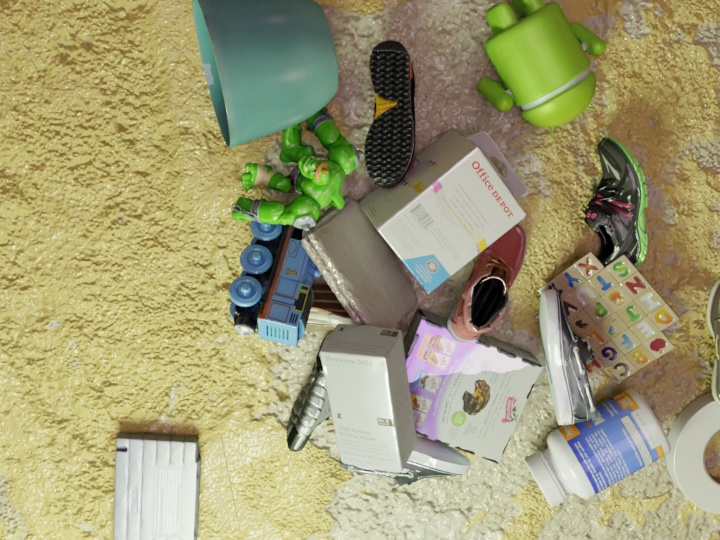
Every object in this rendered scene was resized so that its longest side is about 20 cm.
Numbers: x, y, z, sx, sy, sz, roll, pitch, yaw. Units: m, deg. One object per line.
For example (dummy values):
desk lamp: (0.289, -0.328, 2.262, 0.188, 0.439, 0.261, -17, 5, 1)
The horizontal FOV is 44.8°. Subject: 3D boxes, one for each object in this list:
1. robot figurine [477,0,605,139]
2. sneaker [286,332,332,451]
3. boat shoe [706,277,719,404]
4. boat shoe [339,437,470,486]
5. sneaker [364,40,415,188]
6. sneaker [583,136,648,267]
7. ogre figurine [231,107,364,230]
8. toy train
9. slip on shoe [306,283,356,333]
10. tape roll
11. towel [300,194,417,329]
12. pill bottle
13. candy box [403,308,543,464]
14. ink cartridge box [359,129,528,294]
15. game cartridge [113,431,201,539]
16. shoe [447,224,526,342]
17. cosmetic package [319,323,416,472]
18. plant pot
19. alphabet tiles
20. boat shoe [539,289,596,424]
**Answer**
robot figurine: (0.250, -0.289, 1.214, 0.175, 0.116, 0.200, -32, 101, -2)
sneaker: (-0.030, 0.198, 1.315, 0.115, 0.075, 0.201, 19, 108, -19)
boat shoe: (0.566, 0.108, 1.318, 0.071, 0.060, 0.201, 2, 88, 1)
boat shoe: (0.066, 0.296, 1.336, 0.199, 0.072, 0.068, 10, 102, -5)
sneaker: (0.050, -0.216, 1.229, 0.070, 0.090, 0.201, 3, 96, 14)
sneaker: (0.369, -0.095, 1.277, 0.083, 0.077, 0.201, -10, 100, -5)
ogre figurine: (-0.078, -0.135, 1.212, 0.120, 0.200, 0.098, 27, 142, 23)
toy train: (-0.114, 0.006, 1.226, 0.114, 0.087, 0.201, 14, 61, 0)
slip on shoe: (-0.066, 0.063, 1.292, 0.199, 0.076, 0.061, 6, 131, -9)
tape roll: (0.585, 0.286, 1.379, 0.202, 0.037, 0.204, 0, 101, -2)
towel: (0.000, 0.000, 1.252, 0.034, 0.133, 0.200, -22, 105, 40)
pill bottle: (0.355, 0.274, 1.327, 0.199, 0.112, 0.112, -29, 101, 2)
candy box: (0.148, 0.174, 1.318, 0.199, 0.072, 0.168, 22, 98, -6)
ink cartridge box: (0.122, -0.094, 1.229, 0.200, 0.125, 0.129, -38, 114, 3)
game cartridge: (-0.313, 0.350, 1.348, 0.129, 0.038, 0.201, 4, 100, -8)
shoe: (0.194, 0.009, 1.248, 0.071, 0.091, 0.201, 31, 74, -4)
cosmetic package: (0.014, 0.179, 1.223, 0.101, 0.074, 0.201, 3, 122, 24)
plant pot: (-0.122, -0.279, 1.164, 0.160, 0.201, 0.202, -14, 101, -12)
alphabet tiles: (0.370, 0.072, 1.314, 0.166, 0.006, 0.200, -39, 101, 25)
boat shoe: (0.309, 0.125, 1.287, 0.067, 0.072, 0.201, -10, 88, 3)
